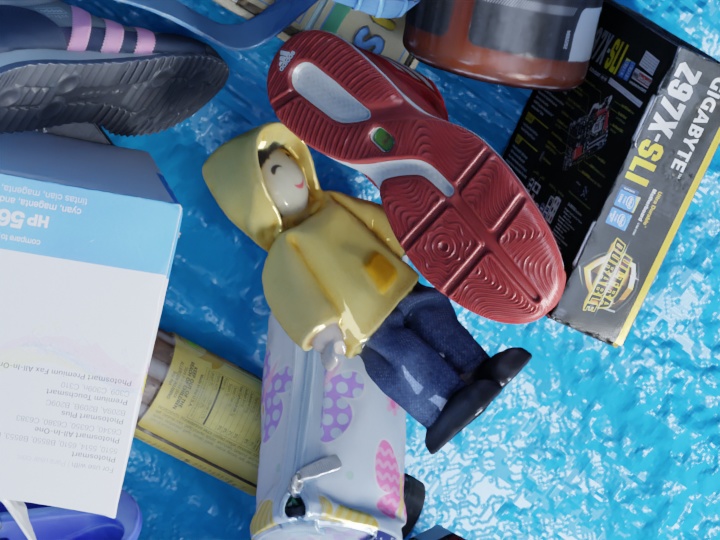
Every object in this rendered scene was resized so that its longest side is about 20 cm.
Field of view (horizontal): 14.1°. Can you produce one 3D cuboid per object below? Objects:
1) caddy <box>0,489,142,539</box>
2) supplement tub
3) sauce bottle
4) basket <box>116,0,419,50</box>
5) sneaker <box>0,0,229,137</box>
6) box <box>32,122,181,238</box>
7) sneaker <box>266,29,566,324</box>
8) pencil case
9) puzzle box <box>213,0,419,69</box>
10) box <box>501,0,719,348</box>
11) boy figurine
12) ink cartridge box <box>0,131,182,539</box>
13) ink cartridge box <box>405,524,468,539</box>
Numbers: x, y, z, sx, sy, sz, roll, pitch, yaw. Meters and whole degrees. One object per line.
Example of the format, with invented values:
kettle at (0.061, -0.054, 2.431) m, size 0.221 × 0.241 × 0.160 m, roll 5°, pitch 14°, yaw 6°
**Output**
caddy at (-0.209, 0.186, 1.617) m, size 0.199 × 0.141 × 0.105 m, roll -22°, pitch 114°, yaw -7°
supplement tub at (0.091, -0.204, 1.570) m, size 0.106 × 0.107 × 0.201 m, roll 8°, pitch 104°, yaw -15°
sauce bottle at (-0.055, 0.098, 1.669) m, size 0.200 × 0.065 × 0.065 m, roll 29°, pitch 97°, yaw -20°
basket at (-0.032, -0.190, 1.504) m, size 0.200 × 0.176 × 0.139 m, roll -38°, pitch 67°, yaw 18°
sneaker at (-0.151, -0.121, 1.560) m, size 0.070 × 0.082 × 0.200 m, roll -47°, pitch 155°, yaw 25°
box at (-0.220, -0.018, 1.614) m, size 0.200 × 0.036 × 0.143 m, roll -36°, pitch 110°, yaw 0°
sneaker at (0.049, -0.057, 1.552) m, size 0.078 × 0.115 × 0.200 m, roll -46°, pitch 77°, yaw 20°
pencil case at (-0.017, 0.061, 1.612) m, size 0.091 × 0.083 × 0.201 m, roll 28°, pitch 59°, yaw -49°
puzzle box at (0.013, -0.209, 1.621) m, size 0.133 × 0.025 × 0.201 m, roll 28°, pitch 97°, yaw -19°
box at (0.131, -0.061, 1.595) m, size 0.049 × 0.200 × 0.160 m, roll 24°, pitch 98°, yaw -16°
boy figurine at (0.000, 0.000, 1.551) m, size 0.200 × 0.064 × 0.124 m, roll 48°, pitch 46°, yaw 4°
ink cartridge box at (-0.183, 0.035, 1.551) m, size 0.125 × 0.129 × 0.201 m, roll 10°, pitch 102°, yaw -16°
ink cartridge box at (-0.023, 0.225, 1.666) m, size 0.199 × 0.176 × 0.084 m, roll -23°, pitch 91°, yaw -6°
